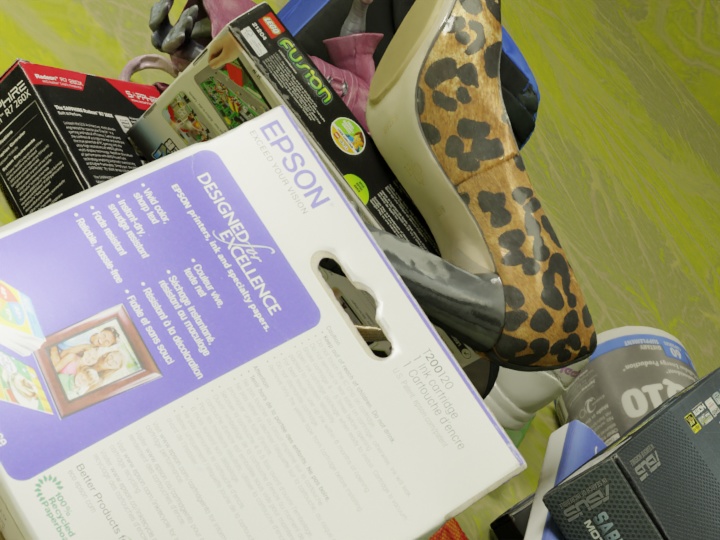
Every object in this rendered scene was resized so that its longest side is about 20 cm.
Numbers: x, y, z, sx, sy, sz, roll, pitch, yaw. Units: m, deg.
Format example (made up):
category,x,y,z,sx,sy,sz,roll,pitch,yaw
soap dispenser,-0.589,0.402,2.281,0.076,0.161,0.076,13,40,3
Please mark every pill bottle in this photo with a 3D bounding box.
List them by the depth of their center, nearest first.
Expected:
category,x,y,z,sx,sy,sz,roll,pitch,yaw
pill bottle,0.218,0.148,1.114,0.113,0.114,0.201,35,27,-36

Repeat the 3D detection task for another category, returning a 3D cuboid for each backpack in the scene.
category,x,y,z,sx,sy,sz,roll,pitch,yaw
backpack,0.042,-0.163,1.184,0.200,0.162,0.168,42,20,-21

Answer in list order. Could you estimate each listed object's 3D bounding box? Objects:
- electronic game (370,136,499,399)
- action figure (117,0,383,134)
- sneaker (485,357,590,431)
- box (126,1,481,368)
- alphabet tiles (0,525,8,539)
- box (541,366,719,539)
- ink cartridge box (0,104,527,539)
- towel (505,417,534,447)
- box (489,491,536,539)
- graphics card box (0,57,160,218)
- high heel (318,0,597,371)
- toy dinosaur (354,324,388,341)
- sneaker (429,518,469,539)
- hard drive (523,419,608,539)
category,x,y,z,sx,sy,sz,roll,pitch,yaw
electronic game,0.000,0.000,0.850,0.042,0.200,0.201,-38,89,-29
action figure,-0.033,-0.095,0.910,0.199,0.149,0.135,23,44,-24
sneaker,0.087,0.004,1.031,0.075,0.099,0.201,3,54,-58
box,-0.024,-0.023,0.770,0.201,0.110,0.035,53,46,-3
alphabet tiles,-0.136,0.107,0.613,0.195,0.015,0.201,21,38,-52
box,0.189,0.144,0.778,0.199,0.051,0.159,-19,75,-57
ink cartridge box,-0.062,0.052,0.624,0.199,0.043,0.199,-27,76,-28
towel,0.046,0.045,1.059,0.201,0.031,0.149,54,24,-2
box,0.153,0.216,0.882,0.201,0.043,0.160,56,-6,10
graphics card box,-0.111,-0.012,0.797,0.201,0.051,0.125,57,22,16
high heel,0.072,-0.056,0.732,0.142,0.071,0.202,27,68,-16
toy dinosaur,-0.079,0.036,0.695,0.199,0.058,0.102,-21,82,-36
sneaker,0.031,0.159,0.803,0.201,0.073,0.077,60,17,-8
hard drive,0.127,0.178,0.737,0.132,0.025,0.200,46,32,-12
